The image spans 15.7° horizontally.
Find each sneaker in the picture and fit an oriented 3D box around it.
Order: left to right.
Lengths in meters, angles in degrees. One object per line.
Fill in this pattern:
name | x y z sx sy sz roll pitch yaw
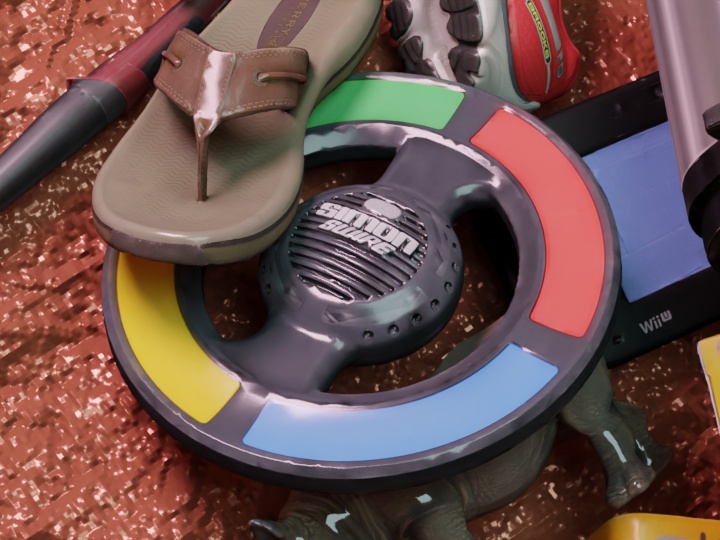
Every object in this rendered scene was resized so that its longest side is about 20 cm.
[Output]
sneaker | 0.047 -0.158 1.105 0.084 0.077 0.202 2 72 -37

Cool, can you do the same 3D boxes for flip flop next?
flip flop | -0.046 -0.074 1.005 0.080 0.058 0.201 11 45 20

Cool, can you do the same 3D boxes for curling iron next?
curling iron | -0.106 -0.079 1.034 0.200 0.025 0.050 -50 126 -24

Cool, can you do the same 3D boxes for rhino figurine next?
rhino figurine | 0.025 0.088 0.995 0.199 0.060 0.088 -33 86 -19

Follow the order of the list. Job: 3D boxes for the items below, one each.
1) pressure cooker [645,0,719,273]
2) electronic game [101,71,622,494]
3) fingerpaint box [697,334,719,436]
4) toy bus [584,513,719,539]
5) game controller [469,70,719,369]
pressure cooker | 0.203 -0.075 1.011 0.174 0.179 0.202 -6 71 -4
electronic game | 0.000 0.000 0.993 0.198 0.042 0.201 -3 50 4
fingerpaint box | 0.205 0.127 0.977 0.073 0.167 0.202 -18 69 23
toy bus | 0.125 0.198 0.979 0.078 0.065 0.202 7 67 -15
game controller | 0.139 -0.032 1.090 0.199 0.042 0.105 -23 77 -24
